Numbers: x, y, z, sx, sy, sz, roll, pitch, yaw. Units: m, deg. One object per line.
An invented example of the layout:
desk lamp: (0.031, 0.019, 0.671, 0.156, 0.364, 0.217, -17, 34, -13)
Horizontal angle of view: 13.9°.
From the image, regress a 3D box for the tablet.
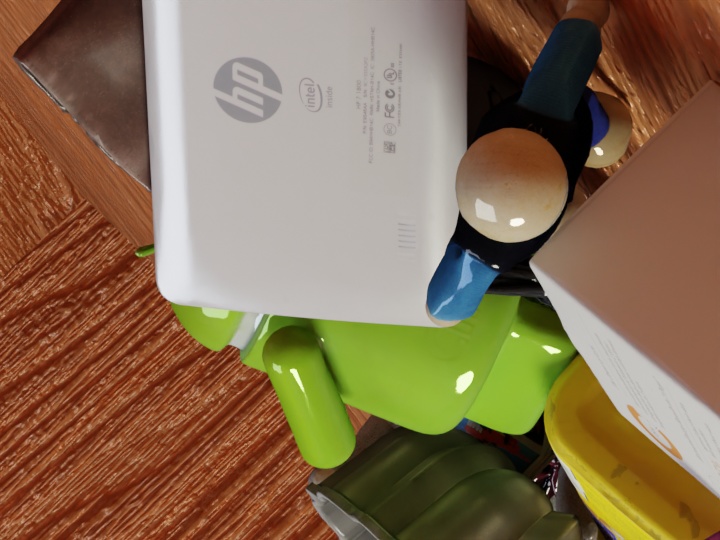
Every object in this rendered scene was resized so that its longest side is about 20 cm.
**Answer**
tablet: (-0.022, -0.071, 1.156, 0.014, 0.130, 0.201, -65, -23, -61)

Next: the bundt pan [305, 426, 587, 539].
bundt pan: (0.071, 0.149, 1.411, 0.202, 0.076, 0.202, 44, 171, 8)

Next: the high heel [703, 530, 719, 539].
high heel: (0.177, 0.111, 1.173, 0.200, 0.068, 0.096, 6, -166, -40)

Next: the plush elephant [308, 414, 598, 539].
plush elephant: (0.104, 0.091, 1.560, 0.155, 0.200, 0.165, 3, 144, 46)

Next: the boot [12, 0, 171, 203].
boot: (-0.075, -0.139, 1.168, 0.200, 0.166, 0.072, 50, 172, -33)

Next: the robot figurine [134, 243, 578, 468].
robot figurine: (0.000, 0.000, 1.323, 0.199, 0.176, 0.116, 21, 135, -7)

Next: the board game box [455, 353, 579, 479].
board game box: (0.048, -0.001, 1.458, 0.200, 0.126, 0.035, 46, -145, 6)

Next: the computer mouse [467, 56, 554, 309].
computer mouse: (0.080, -0.042, 1.282, 0.140, 0.046, 0.200, 17, -155, -15)

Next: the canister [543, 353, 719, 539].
canister: (0.165, 0.115, 1.351, 0.148, 0.087, 0.200, 40, 172, 26)

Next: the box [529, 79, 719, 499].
box: (0.172, 0.046, 1.035, 0.200, 0.097, 0.124, 41, 172, 35)

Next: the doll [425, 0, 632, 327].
doll: (0.064, -0.040, 1.100, 0.048, 0.137, 0.200, 26, -171, 7)
